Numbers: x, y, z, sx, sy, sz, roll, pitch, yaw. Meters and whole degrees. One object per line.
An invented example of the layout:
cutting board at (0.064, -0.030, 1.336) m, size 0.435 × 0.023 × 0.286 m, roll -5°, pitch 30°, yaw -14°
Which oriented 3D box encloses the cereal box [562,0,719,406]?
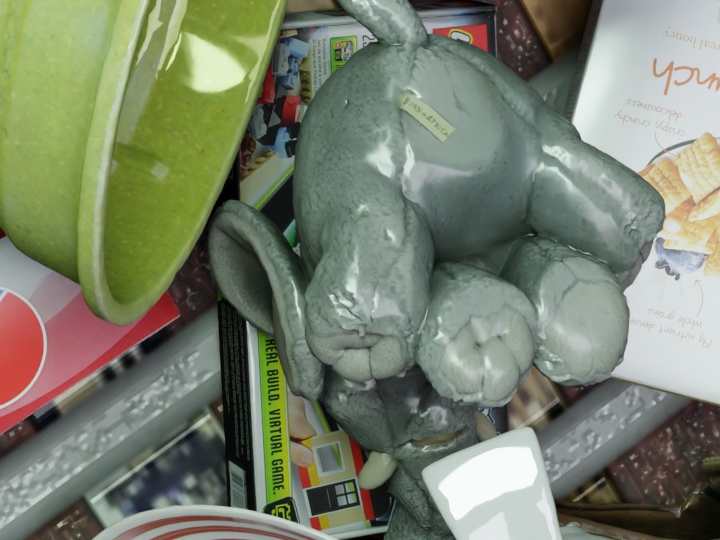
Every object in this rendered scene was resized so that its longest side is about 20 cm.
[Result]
cereal box at (0.149, -0.048, 1.063) m, size 0.143 × 0.040 × 0.201 m, roll 14°, pitch 92°, yaw -4°

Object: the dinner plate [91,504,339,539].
dinner plate at (-0.019, 0.159, 1.001) m, size 0.200 × 0.200 × 0.024 m, roll 58°, pitch 43°, yaw -20°

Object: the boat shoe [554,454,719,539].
boat shoe at (0.155, 0.114, 1.109) m, size 0.202 × 0.075 × 0.075 m, roll -4°, pitch 102°, yaw -21°

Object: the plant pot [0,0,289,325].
plant pot at (-0.130, -0.106, 0.882) m, size 0.184 × 0.200 × 0.201 m, roll 18°, pitch 93°, yaw 9°

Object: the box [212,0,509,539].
box at (0.000, 0.000, 1.046) m, size 0.110 × 0.035 × 0.201 m, roll -8°, pitch 102°, yaw -21°

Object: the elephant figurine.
elephant figurine at (0.011, 0.010, 0.974) m, size 0.141 × 0.200 × 0.156 m, roll 20°, pitch 69°, yaw -10°

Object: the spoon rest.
spoon rest at (0.062, 0.117, 0.975) m, size 0.099 × 0.200 × 0.061 m, roll -22°, pitch 66°, yaw 2°

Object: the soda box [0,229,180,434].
soda box at (-0.168, 0.038, 0.965) m, size 0.200 × 0.070 × 0.064 m, roll -34°, pitch 112°, yaw -14°
